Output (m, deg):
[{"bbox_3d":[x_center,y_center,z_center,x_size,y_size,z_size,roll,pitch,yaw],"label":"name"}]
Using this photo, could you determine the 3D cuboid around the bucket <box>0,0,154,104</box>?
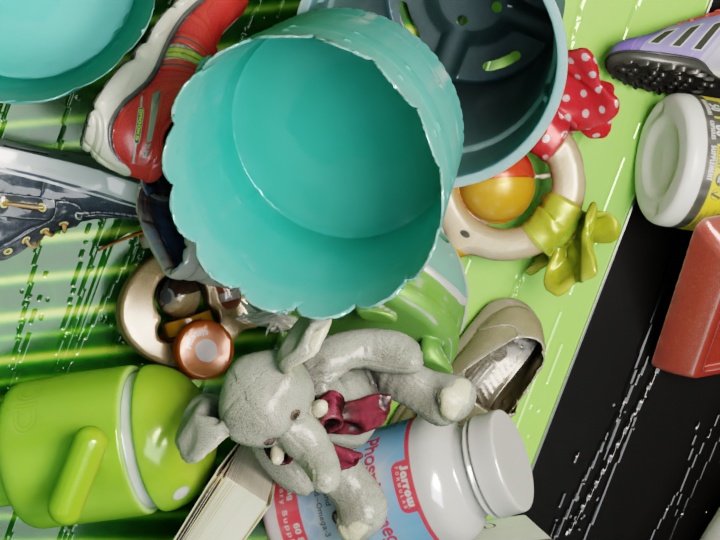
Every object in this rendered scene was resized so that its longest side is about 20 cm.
[{"bbox_3d":[-0.243,-0.221,1.565,0.207,0.135,0.208,-1,98,-6],"label":"bucket"}]

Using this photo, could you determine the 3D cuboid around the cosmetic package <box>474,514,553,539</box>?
[{"bbox_3d":[0.096,0.314,1.745,0.164,0.200,0.165,-7,103,-14],"label":"cosmetic package"}]

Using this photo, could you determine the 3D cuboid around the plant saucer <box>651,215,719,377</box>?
[{"bbox_3d":[0.356,0.018,1.785,0.199,0.037,0.200,-10,142,-14],"label":"plant saucer"}]

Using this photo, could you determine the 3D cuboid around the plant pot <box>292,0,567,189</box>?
[{"bbox_3d":[0.068,-0.186,1.619,0.200,0.196,0.201,4,111,11],"label":"plant pot"}]

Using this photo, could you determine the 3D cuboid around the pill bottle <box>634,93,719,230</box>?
[{"bbox_3d":[0.338,-0.080,1.784,0.199,0.111,0.112,7,99,-18],"label":"pill bottle"}]

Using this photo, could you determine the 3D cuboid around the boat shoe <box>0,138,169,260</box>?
[{"bbox_3d":[-0.246,-0.047,1.651,0.200,0.071,0.091,13,99,-12],"label":"boat shoe"}]

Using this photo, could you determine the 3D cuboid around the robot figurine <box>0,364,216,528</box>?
[{"bbox_3d":[-0.200,0.134,1.652,0.199,0.175,0.116,-9,90,12],"label":"robot figurine"}]

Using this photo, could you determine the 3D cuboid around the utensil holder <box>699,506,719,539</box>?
[{"bbox_3d":[0.379,0.239,1.828,0.170,0.170,0.200,31,92,-19],"label":"utensil holder"}]

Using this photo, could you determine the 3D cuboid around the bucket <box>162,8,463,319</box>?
[{"bbox_3d":[-0.027,-0.081,1.493,0.207,0.135,0.208,4,110,12],"label":"bucket"}]

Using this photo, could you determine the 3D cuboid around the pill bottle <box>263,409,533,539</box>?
[{"bbox_3d":[0.030,0.176,1.706,0.200,0.109,0.109,-18,108,21],"label":"pill bottle"}]

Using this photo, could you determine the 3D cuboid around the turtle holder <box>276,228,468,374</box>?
[{"bbox_3d":[-0.001,0.006,1.694,0.185,0.141,0.132,23,58,-11],"label":"turtle holder"}]

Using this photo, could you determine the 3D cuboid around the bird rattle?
[{"bbox_3d":[0.134,-0.080,1.737,0.163,0.113,0.201,-7,100,2],"label":"bird rattle"}]

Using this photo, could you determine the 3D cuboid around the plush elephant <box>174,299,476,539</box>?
[{"bbox_3d":[-0.040,0.102,1.567,0.200,0.155,0.165,46,115,5],"label":"plush elephant"}]

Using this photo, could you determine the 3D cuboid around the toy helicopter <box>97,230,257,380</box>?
[{"bbox_3d":[-0.115,-0.014,1.701,0.132,0.079,0.200,47,75,-10],"label":"toy helicopter"}]

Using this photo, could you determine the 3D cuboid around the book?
[{"bbox_3d":[-0.133,0.228,1.678,0.048,0.134,0.200,33,103,-2],"label":"book"}]

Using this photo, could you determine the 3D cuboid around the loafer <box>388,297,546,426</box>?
[{"bbox_3d":[0.085,0.113,1.772,0.076,0.068,0.200,31,91,-19],"label":"loafer"}]

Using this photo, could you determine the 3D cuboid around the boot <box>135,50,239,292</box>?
[{"bbox_3d":[-0.126,-0.083,1.621,0.095,0.073,0.200,8,60,-47],"label":"boot"}]

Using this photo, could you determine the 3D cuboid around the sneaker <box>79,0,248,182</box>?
[{"bbox_3d":[-0.131,-0.137,1.599,0.085,0.077,0.200,34,56,0],"label":"sneaker"}]

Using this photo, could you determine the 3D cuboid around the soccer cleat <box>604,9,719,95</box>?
[{"bbox_3d":[0.296,-0.187,1.783,0.199,0.068,0.073,0,77,-12],"label":"soccer cleat"}]
